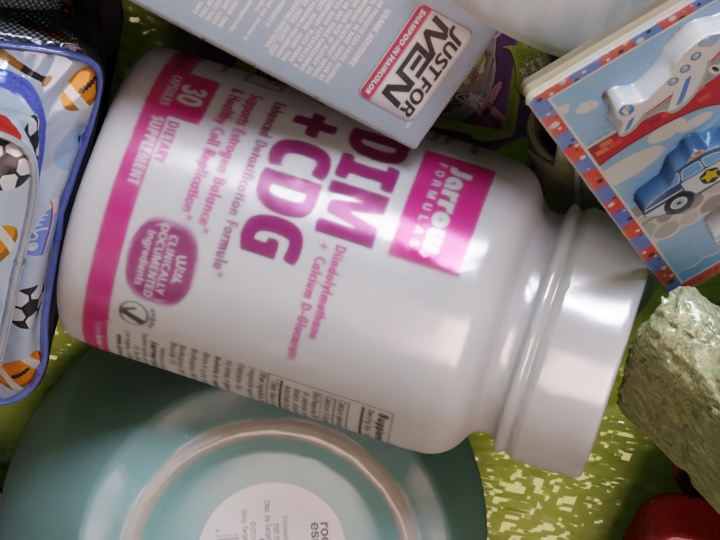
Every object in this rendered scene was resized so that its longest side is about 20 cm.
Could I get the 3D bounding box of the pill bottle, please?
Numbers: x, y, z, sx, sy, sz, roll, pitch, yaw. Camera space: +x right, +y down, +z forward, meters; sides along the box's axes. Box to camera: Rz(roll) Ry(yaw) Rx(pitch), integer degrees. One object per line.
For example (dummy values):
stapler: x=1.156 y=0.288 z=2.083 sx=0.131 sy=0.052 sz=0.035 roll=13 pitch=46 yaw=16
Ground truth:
pill bottle: x=0.000 y=0.000 z=1.036 sx=0.200 sy=0.113 sz=0.114 roll=18 pitch=119 yaw=4

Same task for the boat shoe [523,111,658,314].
boat shoe: x=0.093 y=-0.050 z=1.073 sx=0.062 sy=0.072 sz=0.200 roll=9 pitch=143 yaw=-1

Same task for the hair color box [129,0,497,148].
hair color box: x=-0.054 y=-0.128 z=0.980 sx=0.200 sy=0.099 sz=0.061 roll=27 pitch=113 yaw=-22

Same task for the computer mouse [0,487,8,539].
computer mouse: x=-0.215 y=0.071 z=1.151 sx=0.110 sy=0.044 sz=0.200 roll=-43 pitch=111 yaw=13

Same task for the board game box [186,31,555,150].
board game box: x=-0.012 y=-0.117 z=1.065 sx=0.120 sy=0.032 sz=0.200 roll=-22 pitch=121 yaw=11

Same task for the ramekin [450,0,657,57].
ramekin: x=0.097 y=-0.151 z=0.962 sx=0.200 sy=0.201 sz=0.098 roll=8 pitch=127 yaw=-11

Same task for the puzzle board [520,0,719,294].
puzzle board: x=0.166 y=-0.070 z=0.928 sx=0.200 sy=0.017 sz=0.151 roll=-30 pitch=145 yaw=10

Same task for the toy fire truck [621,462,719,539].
toy fire truck: x=0.193 y=0.146 z=1.214 sx=0.200 sy=0.112 sz=0.168 roll=9 pitch=144 yaw=-11

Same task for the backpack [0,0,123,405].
backpack: x=-0.194 y=-0.040 z=1.024 sx=0.190 sy=0.154 sz=0.200 roll=14 pitch=118 yaw=-4

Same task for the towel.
towel: x=0.154 y=0.074 z=1.035 sx=0.036 sy=0.200 sz=0.148 roll=-44 pitch=77 yaw=-5

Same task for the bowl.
bowl: x=-0.041 y=0.112 z=1.107 sx=0.200 sy=0.105 sz=0.201 roll=0 pitch=93 yaw=-7
